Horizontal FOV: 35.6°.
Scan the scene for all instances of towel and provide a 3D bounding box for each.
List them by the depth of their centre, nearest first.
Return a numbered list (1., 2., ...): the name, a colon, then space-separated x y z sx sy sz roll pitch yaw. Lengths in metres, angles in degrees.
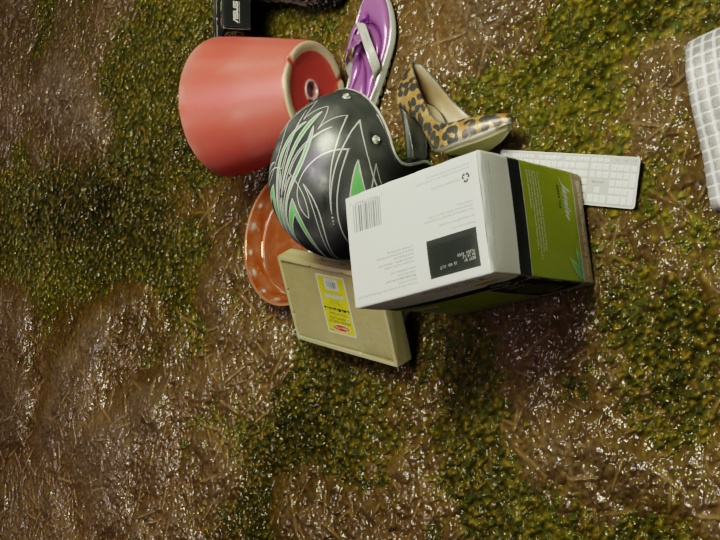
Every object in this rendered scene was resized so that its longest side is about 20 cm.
1. towel: 0.406 -0.156 1.079 0.165 0.085 0.203 -19 68 43

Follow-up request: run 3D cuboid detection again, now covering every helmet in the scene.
1. helmet: -0.021 -0.115 1.385 0.198 0.190 0.203 -13 69 37

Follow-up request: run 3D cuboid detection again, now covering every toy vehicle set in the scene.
1. toy vehicle set: -0.024 0.046 1.456 0.199 0.026 0.126 12 122 46

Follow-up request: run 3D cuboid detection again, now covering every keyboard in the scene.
1. keyboard: 0.236 -0.107 1.297 0.199 0.011 0.057 10 89 47

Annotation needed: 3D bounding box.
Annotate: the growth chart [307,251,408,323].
1. growth chart: 0.000 0.000 1.486 0.199 0.018 0.146 33 104 32

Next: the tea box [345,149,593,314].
1. tea box: 0.122 -0.033 1.261 0.199 0.195 0.136 -16 75 41

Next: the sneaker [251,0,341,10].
1. sneaker: -0.093 -0.439 1.666 0.199 0.066 0.092 18 97 48

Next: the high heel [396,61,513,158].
1. high heel: 0.114 -0.213 1.397 0.199 0.071 0.145 -14 78 53

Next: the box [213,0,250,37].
1. box: -0.199 -0.430 1.735 0.161 0.048 0.203 126 143 -72

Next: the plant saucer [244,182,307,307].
1. plant saucer: -0.093 -0.048 1.607 0.199 0.032 0.203 -11 75 44

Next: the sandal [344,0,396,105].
1. sandal: 0.003 -0.291 1.547 0.082 0.049 0.206 4 84 46

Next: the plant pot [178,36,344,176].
1. plant pot: -0.130 -0.241 1.586 0.176 0.199 0.203 -3 79 36
